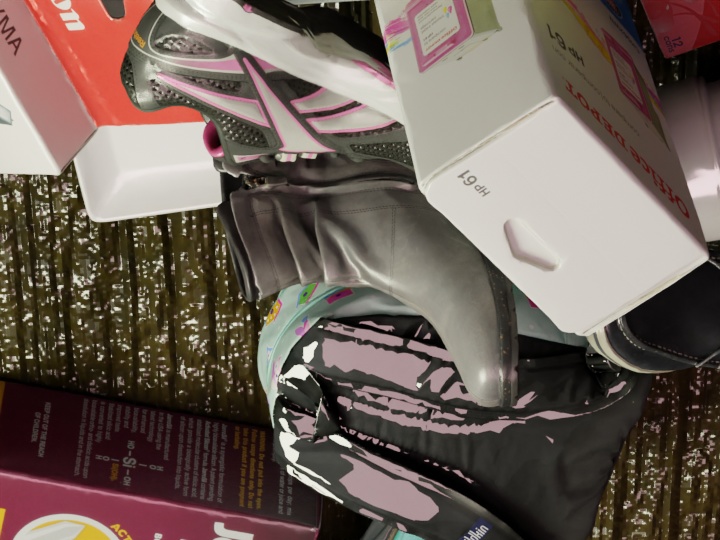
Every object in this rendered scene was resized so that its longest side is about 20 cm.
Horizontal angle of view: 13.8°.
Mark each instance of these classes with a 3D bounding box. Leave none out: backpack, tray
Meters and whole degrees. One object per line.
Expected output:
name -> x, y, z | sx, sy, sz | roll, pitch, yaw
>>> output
backpack -> 0.042, 0.067, 1.626 | 0.200, 0.127, 0.167 | 14, 109, -12
tray -> -0.110, -0.118, 1.562 | 0.107, 0.022, 0.200 | -7, 125, 6

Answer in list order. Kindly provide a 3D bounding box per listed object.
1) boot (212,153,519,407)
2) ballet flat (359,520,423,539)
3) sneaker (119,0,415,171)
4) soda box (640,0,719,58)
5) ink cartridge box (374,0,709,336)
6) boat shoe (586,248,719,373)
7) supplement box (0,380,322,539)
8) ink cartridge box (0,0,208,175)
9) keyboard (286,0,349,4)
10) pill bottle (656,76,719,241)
boot -> 0.000, 0.000, 1.532 | 0.132, 0.200, 0.070 | -12, 142, -12
ballet flat -> 0.006, 0.196, 1.717 | 0.073, 0.073, 0.200 | 32, 90, -20
sneaker -> -0.038, -0.087, 1.476 | 0.200, 0.080, 0.086 | 27, 109, -32
soda box -> 0.145, -0.209, 1.467 | 0.063, 0.070, 0.200 | -18, 123, 13
ink cartridge box -> 0.083, -0.089, 1.458 | 0.085, 0.200, 0.145 | -31, 133, 20
boat shoe -> 0.195, 0.021, 1.581 | 0.200, 0.075, 0.062 | 8, 173, -42
supplement box -> -0.130, 0.145, 1.706 | 0.200, 0.086, 0.110 | 11, 124, -7
ink cartridge box -> -0.186, -0.137, 1.488 | 0.176, 0.045, 0.200 | 2, 132, 40
keyboard -> 0.004, -0.203, 1.472 | 0.056, 0.011, 0.200 | -1, 141, -15
pill bottle -> 0.259, -0.077, 1.533 | 0.200, 0.113, 0.113 | -13, 124, 9
